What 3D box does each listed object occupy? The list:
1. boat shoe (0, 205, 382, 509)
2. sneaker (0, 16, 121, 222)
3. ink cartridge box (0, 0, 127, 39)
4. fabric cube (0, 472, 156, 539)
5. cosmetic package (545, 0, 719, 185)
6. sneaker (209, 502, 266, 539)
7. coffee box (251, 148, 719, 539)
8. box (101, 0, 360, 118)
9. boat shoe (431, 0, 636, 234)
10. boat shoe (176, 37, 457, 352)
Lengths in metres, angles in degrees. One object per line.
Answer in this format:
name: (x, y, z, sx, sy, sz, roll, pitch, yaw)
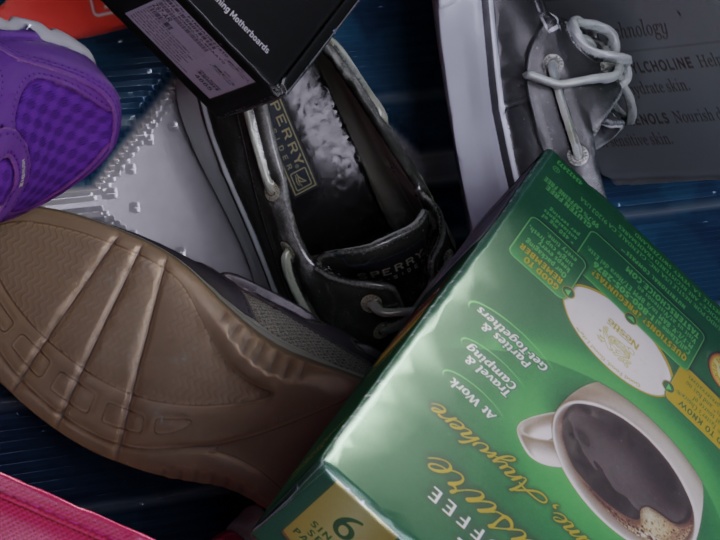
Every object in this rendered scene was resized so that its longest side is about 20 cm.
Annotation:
boat shoe: (-0.047, 0.038, 0.867, 0.200, 0.065, 0.072, 24, 94, 3)
sneaker: (-0.149, -0.016, 0.772, 0.200, 0.088, 0.081, -20, 135, -37)
ink cartridge box: (-0.146, -0.155, 0.842, 0.200, 0.044, 0.174, -16, 96, -24)
fabric cube: (-0.141, 0.160, 0.760, 0.196, 0.200, 0.199, 27, 78, -22)
cosmetic package: (0.153, -0.156, 0.914, 0.167, 0.166, 0.200, -30, 103, -22)
sneaker: (0.022, 0.162, 0.902, 0.075, 0.081, 0.200, -38, 105, -23)
coffee box: (0.058, 0.056, 0.784, 0.123, 0.044, 0.200, 42, 38, -5)
box: (-0.060, -0.175, 0.823, 0.200, 0.044, 0.160, 46, 62, -19)
boat shoe: (0.065, -0.058, 0.903, 0.068, 0.074, 0.199, -9, 78, 2)
boat shoe: (0.000, 0.000, 0.899, 0.071, 0.064, 0.200, -35, 104, -21)
